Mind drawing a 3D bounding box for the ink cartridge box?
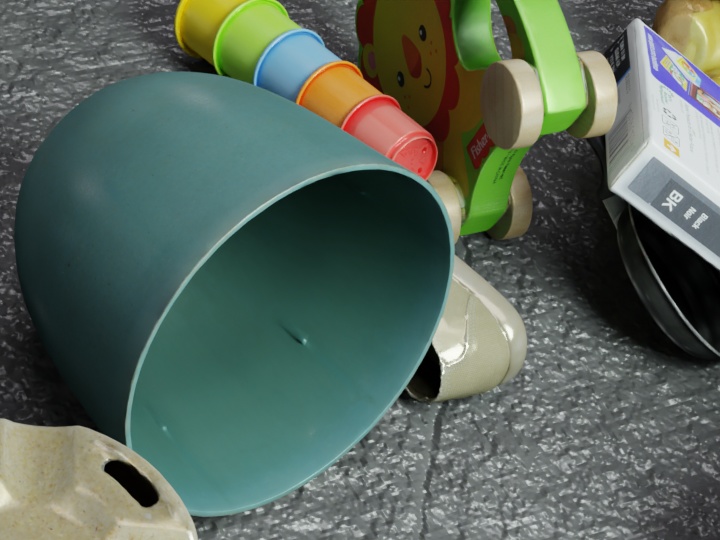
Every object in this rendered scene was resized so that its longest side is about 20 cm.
[{"bbox_3d":[0.225,-0.042,1.214,0.199,0.043,0.198,35,23,-11],"label":"ink cartridge box"}]

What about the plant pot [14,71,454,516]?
[{"bbox_3d":[-0.079,-0.006,1.062,0.200,0.202,0.161,-21,46,-34],"label":"plant pot"}]

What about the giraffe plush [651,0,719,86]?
[{"bbox_3d":[0.299,-0.154,1.370,0.199,0.174,0.162,17,21,15],"label":"giraffe plush"}]

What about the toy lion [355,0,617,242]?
[{"bbox_3d":[0.055,-0.124,1.220,0.068,0.200,0.193,-10,69,-24],"label":"toy lion"}]

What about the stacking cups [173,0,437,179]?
[{"bbox_3d":[-0.034,-0.107,1.235,0.060,0.061,0.200,-17,41,-31],"label":"stacking cups"}]

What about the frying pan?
[{"bbox_3d":[0.158,-0.019,1.196,0.190,0.031,0.115,44,26,-27],"label":"frying pan"}]

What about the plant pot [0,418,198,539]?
[{"bbox_3d":[-0.143,0.168,0.867,0.199,0.184,0.201,9,45,-9],"label":"plant pot"}]

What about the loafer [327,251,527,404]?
[{"bbox_3d":[0.000,0.000,1.159,0.199,0.076,0.068,36,41,17],"label":"loafer"}]
